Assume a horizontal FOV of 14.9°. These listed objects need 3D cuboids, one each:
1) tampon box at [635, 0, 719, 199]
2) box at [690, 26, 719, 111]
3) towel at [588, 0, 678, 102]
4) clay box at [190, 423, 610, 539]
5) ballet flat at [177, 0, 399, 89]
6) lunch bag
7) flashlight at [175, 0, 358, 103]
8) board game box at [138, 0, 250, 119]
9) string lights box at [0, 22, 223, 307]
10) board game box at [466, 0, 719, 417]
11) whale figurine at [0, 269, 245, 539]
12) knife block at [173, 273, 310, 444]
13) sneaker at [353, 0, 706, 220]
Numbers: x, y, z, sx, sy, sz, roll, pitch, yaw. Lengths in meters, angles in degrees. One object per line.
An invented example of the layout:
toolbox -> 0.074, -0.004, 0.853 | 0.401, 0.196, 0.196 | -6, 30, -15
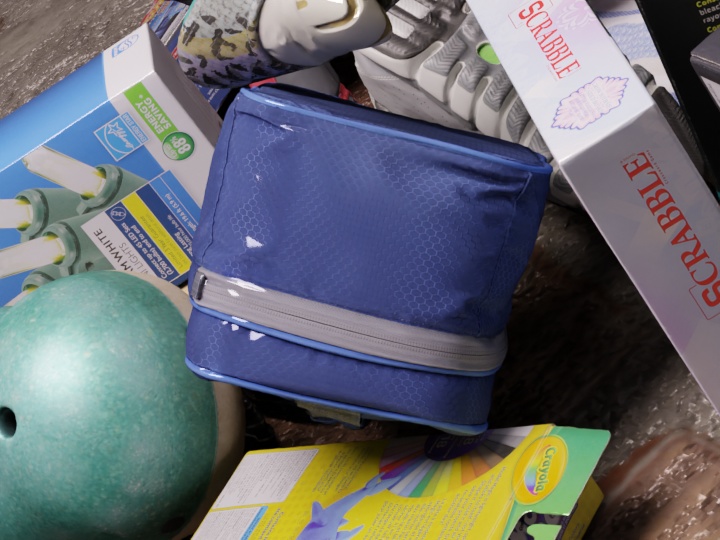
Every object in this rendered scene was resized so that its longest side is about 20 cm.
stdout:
tampon box -> 0.174, -0.152, 1.167 | 0.126, 0.200, 0.150 | -20, 31, 12
box -> 0.225, -0.045, 0.952 | 0.161, 0.200, 0.049 | -40, 28, -7
towel -> 0.144, -0.127, 1.373 | 0.147, 0.024, 0.200 | -5, 40, 44
clay box -> 0.010, 0.121, 1.105 | 0.200, 0.048, 0.115 | -7, 39, 42
ballet flat -> 0.005, -0.133, 1.132 | 0.200, 0.072, 0.072 | -41, 25, 16
lunch bag -> 0.000, 0.000, 1.153 | 0.200, 0.136, 0.132 | -48, -27, -84
flashlight -> -0.053, -0.103, 1.366 | 0.068, 0.200, 0.068 | -47, 28, -19
board game box -> -0.095, -0.118, 1.557 | 0.200, 0.062, 0.200 | -56, 11, -7
string lights box -> -0.153, -0.017, 1.311 | 0.200, 0.103, 0.059 | -33, 28, 10
board game box -> 0.115, -0.017, 1.036 | 0.041, 0.200, 0.200 | -32, 28, 6
whale figurine -> -0.144, 0.086, 1.239 | 0.200, 0.159, 0.104 | -39, -22, 31
knife block -> -0.061, 0.014, 1.341 | 0.176, 0.064, 0.200 | -28, 28, 14
sneaker -> 0.077, -0.063, 1.286 | 0.200, 0.116, 0.075 | 37, 69, 21
